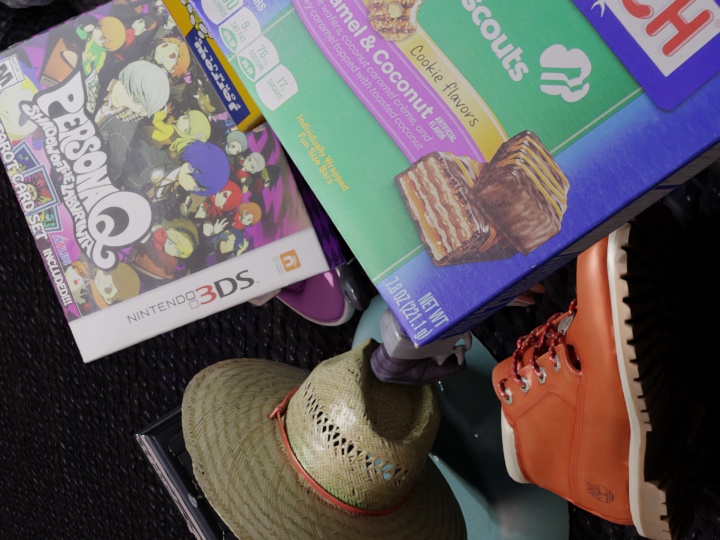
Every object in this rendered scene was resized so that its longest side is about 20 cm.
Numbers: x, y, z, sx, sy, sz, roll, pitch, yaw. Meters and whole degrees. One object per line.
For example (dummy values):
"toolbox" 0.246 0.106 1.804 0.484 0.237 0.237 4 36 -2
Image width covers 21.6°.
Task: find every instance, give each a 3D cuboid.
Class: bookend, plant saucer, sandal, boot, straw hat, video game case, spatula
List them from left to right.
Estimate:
"video game case" -0.126 -0.065 1.148 0.180 0.036 0.202 -20 94 20
"sandal" -0.073 -0.009 1.249 0.202 0.050 0.083 29 142 48
"bookend" -0.053 0.163 1.350 0.200 0.092 0.200 59 154 2
"spatula" 0.000 0.000 1.070 0.057 0.020 0.200 63 -173 -8
"straw hat" 0.001 0.087 1.047 0.201 0.200 0.085 46 120 26
"plant saucer" 0.049 0.109 1.167 0.200 0.036 0.201 43 151 32
"boot" 0.107 0.045 0.907 0.106 0.075 0.201 16 135 27

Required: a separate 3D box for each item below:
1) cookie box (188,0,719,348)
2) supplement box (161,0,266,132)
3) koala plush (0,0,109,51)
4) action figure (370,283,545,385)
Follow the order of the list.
"cookie box" 0.063 -0.096 0.730 0.172 0.199 0.075 56 -162 6
"supplement box" -0.013 -0.160 0.897 0.110 0.108 0.200 59 155 -1
"koala plush" -0.204 -0.234 1.129 0.178 0.183 0.200 59 143 0
"action figure" 0.048 -0.024 0.959 0.201 0.069 0.131 104 161 -58
